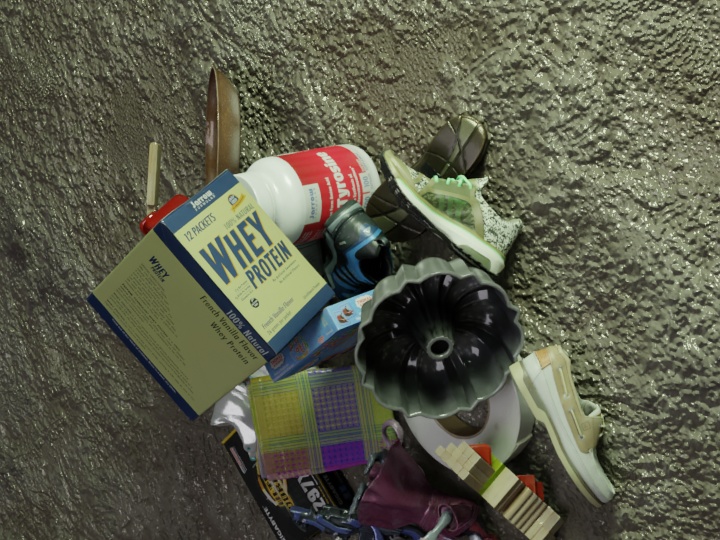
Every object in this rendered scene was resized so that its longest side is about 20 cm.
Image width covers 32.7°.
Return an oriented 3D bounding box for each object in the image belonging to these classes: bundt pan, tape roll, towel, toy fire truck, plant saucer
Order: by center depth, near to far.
[{"bbox_3d":[0.086,0.070,1.427,0.076,0.199,0.204,-105,24,-59],"label":"bundt pan"},{"bbox_3d":[0.130,0.156,1.547,0.201,0.037,0.206,16,114,39],"label":"tape roll"},{"bbox_3d":[-0.251,-0.070,1.656,0.200,0.129,0.176,48,163,-1],"label":"toy fire truck"},{"bbox_3d":[-0.054,0.201,1.663,0.197,0.023,0.146,-10,98,2],"label":"towel"},{"bbox_3d":[-0.189,-0.176,1.690,0.200,0.036,0.203,-179,90,-78],"label":"plant saucer"}]

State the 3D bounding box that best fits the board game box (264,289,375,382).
[{"bbox_3d":[-0.007,0.068,1.534,0.151,0.199,0.037,-40,76,43],"label":"board game box"}]

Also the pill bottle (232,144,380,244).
[{"bbox_3d":[-0.077,-0.092,1.544,0.111,0.199,0.114,15,112,43],"label":"pill bottle"}]

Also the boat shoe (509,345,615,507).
[{"bbox_3d":[0.248,0.180,1.411,0.068,0.075,0.201,-30,104,7],"label":"boat shoe"}]

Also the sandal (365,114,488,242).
[{"bbox_3d":[0.086,-0.110,1.495,0.082,0.054,0.200,47,117,14],"label":"sandal"}]

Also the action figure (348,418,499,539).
[{"bbox_3d":[0.092,0.308,1.597,0.198,0.150,0.134,20,152,2],"label":"action figure"}]

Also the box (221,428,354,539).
[{"bbox_3d":[-0.107,0.298,1.818,0.160,0.049,0.201,-44,73,41],"label":"box"}]

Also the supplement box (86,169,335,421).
[{"bbox_3d":[-0.178,0.031,1.451,0.200,0.134,0.199,48,133,-3],"label":"supplement box"}]

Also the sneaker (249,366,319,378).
[{"bbox_3d":[-0.081,0.158,1.721,0.199,0.077,0.081,38,86,9],"label":"sneaker"}]

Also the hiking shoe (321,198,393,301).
[{"bbox_3d":[0.000,0.000,1.549,0.087,0.074,0.201,43,163,25],"label":"hiking shoe"}]

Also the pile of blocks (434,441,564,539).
[{"bbox_3d":[0.178,0.259,1.494,0.200,0.062,0.082,44,177,-24],"label":"pile of blocks"}]

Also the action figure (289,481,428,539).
[{"bbox_3d":[-0.004,0.358,1.693,0.198,0.105,0.195,18,115,-1],"label":"action figure"}]

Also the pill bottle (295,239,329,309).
[{"bbox_3d":[-0.108,-0.028,1.663,0.111,0.111,0.203,1,104,43],"label":"pill bottle"}]

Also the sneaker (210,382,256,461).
[{"bbox_3d":[-0.119,0.236,1.726,0.199,0.075,0.089,30,85,13],"label":"sneaker"}]

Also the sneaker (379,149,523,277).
[{"bbox_3d":[0.108,-0.083,1.436,0.200,0.089,0.077,41,174,-8],"label":"sneaker"}]
